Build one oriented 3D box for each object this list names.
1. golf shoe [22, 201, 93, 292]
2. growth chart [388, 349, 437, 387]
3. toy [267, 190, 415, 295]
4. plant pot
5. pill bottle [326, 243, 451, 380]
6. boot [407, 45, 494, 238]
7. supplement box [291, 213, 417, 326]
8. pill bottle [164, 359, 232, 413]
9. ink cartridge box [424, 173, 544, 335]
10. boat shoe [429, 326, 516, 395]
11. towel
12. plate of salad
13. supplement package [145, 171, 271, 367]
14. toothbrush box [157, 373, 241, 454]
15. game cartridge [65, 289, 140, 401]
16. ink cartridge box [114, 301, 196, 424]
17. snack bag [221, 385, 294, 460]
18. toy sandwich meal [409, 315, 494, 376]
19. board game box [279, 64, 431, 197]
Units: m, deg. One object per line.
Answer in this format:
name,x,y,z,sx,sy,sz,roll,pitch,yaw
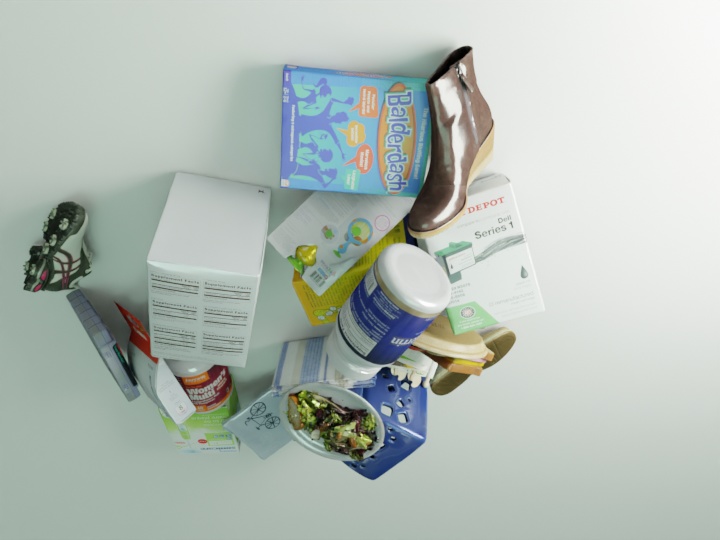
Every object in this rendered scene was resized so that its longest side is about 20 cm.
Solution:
golf shoe,-0.465,-0.036,0.846,0.087,0.078,0.199,13,138,-43
growth chart,0.090,0.131,0.995,0.199,0.018,0.146,35,80,-33
toy,-0.028,-0.074,0.784,0.200,0.047,0.115,-43,99,-2
plant pot,0.009,0.269,1.067,0.178,0.202,0.200,27,128,-17
pill bottle,0.033,0.067,0.768,0.114,0.117,0.201,19,131,-20
boot,0.101,-0.160,0.672,0.072,0.201,0.167,17,148,39
supplement box,0.000,0.000,0.860,0.197,0.110,0.110,-11,134,9
pill bottle,-0.315,0.177,1.018,0.108,0.111,0.202,-2,135,-1
ink cartridge box,0.178,-0.025,0.801,0.144,0.084,0.203,-17,104,13
boat shoe,0.214,0.167,1.061,0.199,0.067,0.074,-34,127,8
towel,-0.065,0.175,1.001,0.197,0.148,0.024,-8,121,6
plate of salad,-0.055,0.279,0.942,0.197,0.048,0.203,7,124,11
supplement package,-0.223,0.001,0.793,0.145,0.193,0.202,8,133,-11
toothbrush box,-0.346,0.321,1.175,0.143,0.087,0.202,0,136,-3
game cartridge,-0.466,0.142,0.974,0.038,0.129,0.202,-35,144,-30
ink cartridge box,-0.386,0.165,0.949,0.161,0.057,0.202,14,137,49
snack bag,-0.180,0.322,1.172,0.199,0.021,0.190,-36,133,-6
toy sandwich meal,0.124,0.125,0.899,0.202,0.205,0.071,12,102,-14
board game box,-0.006,-0.181,0.704,0.196,0.045,0.154,3,118,-6
